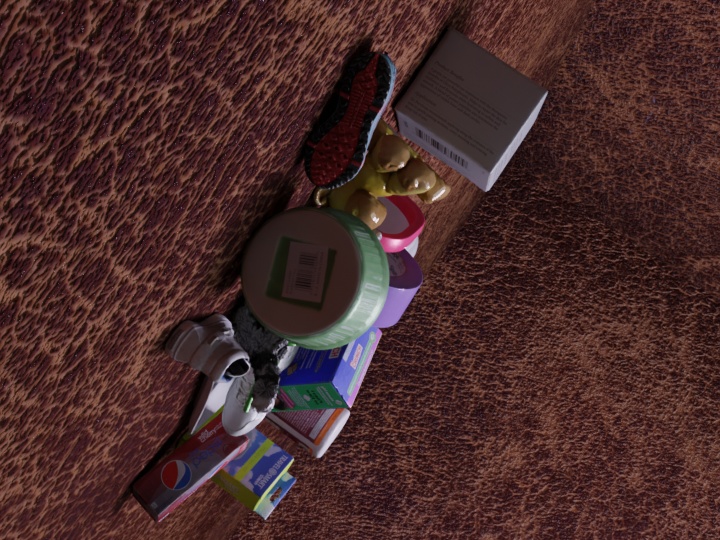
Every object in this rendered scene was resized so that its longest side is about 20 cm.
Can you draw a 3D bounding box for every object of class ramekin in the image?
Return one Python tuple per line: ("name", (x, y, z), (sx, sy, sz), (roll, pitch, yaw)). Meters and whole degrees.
("ramekin", (-0.067, 0.007, 1.382), (0.201, 0.200, 0.098), (-56, 165, 4))

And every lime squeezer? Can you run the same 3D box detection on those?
("lime squeezer", (-0.130, 0.139, 1.625), (0.200, 0.038, 0.071), (-43, 150, -27))

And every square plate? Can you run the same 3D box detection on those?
("square plate", (-0.214, 0.159, 1.694), (0.198, 0.028, 0.201), (-46, 167, -48))

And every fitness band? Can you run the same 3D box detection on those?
("fitness band", (0.033, -0.094, 1.721), (0.038, 0.143, 0.200), (-58, 172, 29))

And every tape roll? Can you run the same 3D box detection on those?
("tape roll", (0.000, 0.000, 1.703), (0.085, 0.199, 0.200), (-60, 171, 24))

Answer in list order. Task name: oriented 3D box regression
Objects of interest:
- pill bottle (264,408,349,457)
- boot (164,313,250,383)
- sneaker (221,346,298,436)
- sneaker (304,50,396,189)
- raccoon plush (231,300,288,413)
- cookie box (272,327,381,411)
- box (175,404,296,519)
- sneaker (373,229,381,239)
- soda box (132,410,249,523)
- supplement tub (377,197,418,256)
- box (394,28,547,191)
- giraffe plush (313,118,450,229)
("pill bottle", (-0.131, 0.271, 2.016), (0.114, 0.199, 0.114), (-53, 172, -10))
("boot", (-0.195, 0.116, 1.393), (0.074, 0.095, 0.200), (-56, 172, 7))
("sneaker", (-0.180, 0.179, 1.665), (0.201, 0.078, 0.099), (-64, 166, -4))
("sneaker", (-0.003, -0.196, 1.342), (0.201, 0.079, 0.096), (-59, 173, 22))
("raccoon plush", (-0.151, 0.118, 1.570), (0.134, 0.096, 0.201), (54, 49, -81))
("cookie box", (-0.082, 0.160, 1.788), (0.199, 0.075, 0.172), (-9, -139, 37))
("box", (-0.213, 0.333, 1.781), (0.122, 0.199, 0.048), (-45, 168, -51))
("sneaker", (-0.051, -0.031, 1.551), (0.199, 0.082, 0.075), (-26, 160, -34))
("soda box", (-0.283, 0.327, 1.685), (0.200, 0.070, 0.063), (-38, 168, -26))
("supplement tub", (0.028, -0.038, 1.908), (0.146, 0.145, 0.200), (-51, 171, -30))
("box", (0.187, -0.270, 1.730), (0.172, 0.198, 0.200), (-56, 174, 0))
("giraffe plush", (0.015, -0.136, 1.549), (0.162, 0.172, 0.200), (-46, -152, 9))
